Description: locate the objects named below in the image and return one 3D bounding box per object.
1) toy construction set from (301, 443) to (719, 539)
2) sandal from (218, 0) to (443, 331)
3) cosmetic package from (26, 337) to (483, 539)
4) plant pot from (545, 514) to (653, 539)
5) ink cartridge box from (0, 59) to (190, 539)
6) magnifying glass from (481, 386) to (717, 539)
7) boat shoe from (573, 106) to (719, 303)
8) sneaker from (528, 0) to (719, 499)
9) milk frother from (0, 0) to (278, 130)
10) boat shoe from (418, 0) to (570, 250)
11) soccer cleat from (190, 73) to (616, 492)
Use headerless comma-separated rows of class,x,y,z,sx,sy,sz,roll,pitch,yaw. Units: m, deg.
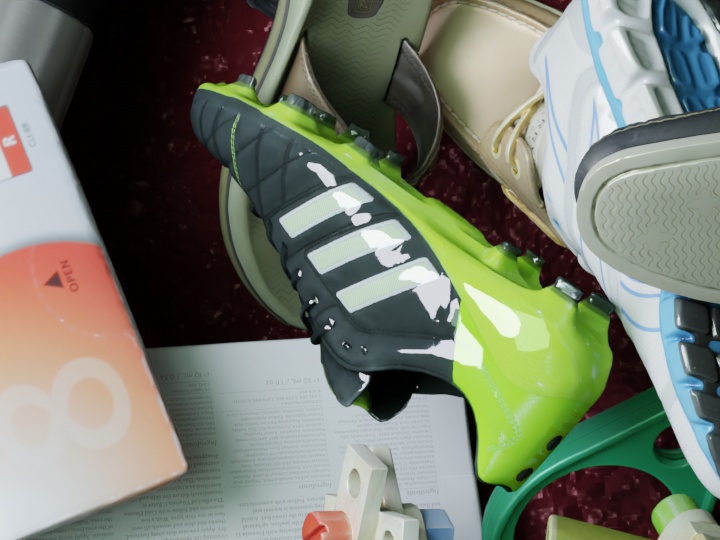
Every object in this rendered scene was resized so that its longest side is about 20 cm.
toy construction set,0.071,0.129,0.984,0.092,0.200,0.131,-99,24,-52
sandal,-0.002,-0.061,1.053,0.057,0.080,0.201,41,130,41
cosmetic package,-0.054,0.105,1.041,0.200,0.052,0.151,-3,76,-18
plant pot,0.145,0.179,0.850,0.200,0.187,0.187,7,84,3
ink cartridge box,-0.179,0.031,0.966,0.200,0.050,0.162,-20,85,-24
magnifying glass,0.119,0.054,1.012,0.200,0.080,0.022,-49,27,24
boat shoe,0.163,-0.034,0.918,0.200,0.072,0.068,-6,39,-10
sneaker,0.106,-0.010,0.972,0.087,0.075,0.200,-35,61,51
milk frother,-0.110,-0.079,1.085,0.200,0.180,0.188,18,87,30
boat shoe,0.088,-0.046,1.055,0.200,0.069,0.074,40,98,23
soccer cleat,0.000,0.000,0.974,0.200,0.067,0.081,37,97,33
